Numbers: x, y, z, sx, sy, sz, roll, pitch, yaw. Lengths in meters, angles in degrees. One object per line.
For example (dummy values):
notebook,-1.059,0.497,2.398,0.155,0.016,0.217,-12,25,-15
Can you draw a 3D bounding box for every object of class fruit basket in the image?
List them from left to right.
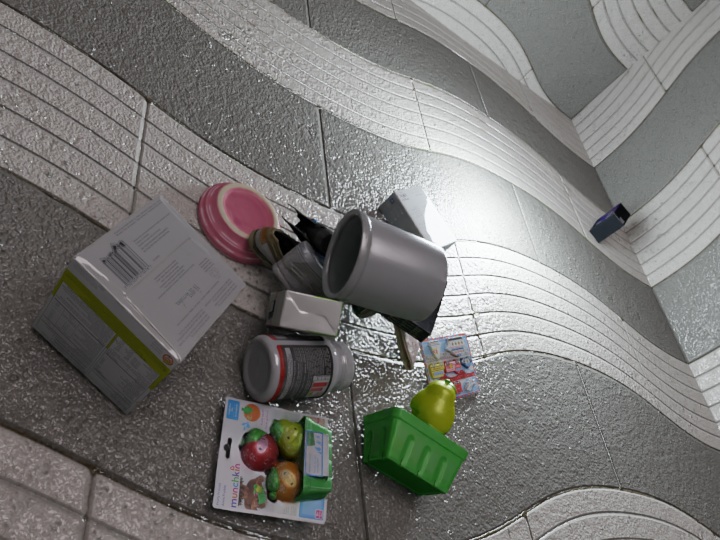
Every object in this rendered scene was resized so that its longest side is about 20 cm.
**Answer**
fruit basket,-0.140,0.312,0.982,0.196,0.094,0.189,23,44,-26
fruit basket,0.119,0.320,1.184,0.211,0.155,0.222,14,63,-30

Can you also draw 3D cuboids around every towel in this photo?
towel,0.120,0.098,1.397,0.202,0.031,0.195,-63,145,-50

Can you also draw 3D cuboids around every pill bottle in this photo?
pill bottle,-0.112,0.181,1.100,0.196,0.116,0.118,7,53,-42

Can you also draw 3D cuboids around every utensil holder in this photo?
utensil holder,0.048,-0.003,1.133,0.195,0.171,0.173,18,46,-23

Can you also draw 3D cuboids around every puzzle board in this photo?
puzzle board,0.224,0.237,1.445,0.197,0.017,0.155,-1,75,-47

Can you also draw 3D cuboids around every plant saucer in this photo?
plant saucer,-0.251,-0.112,1.262,0.197,0.051,0.205,28,43,-28

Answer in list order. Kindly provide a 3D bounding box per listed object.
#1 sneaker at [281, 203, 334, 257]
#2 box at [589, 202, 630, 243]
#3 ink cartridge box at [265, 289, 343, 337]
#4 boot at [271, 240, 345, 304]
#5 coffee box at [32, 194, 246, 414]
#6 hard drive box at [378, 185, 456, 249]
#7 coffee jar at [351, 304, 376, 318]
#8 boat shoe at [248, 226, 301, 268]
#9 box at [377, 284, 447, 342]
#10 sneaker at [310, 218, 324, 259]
sneaker,-0.079,-0.063,1.235,0.103,0.061,0.199,32,-4,34
box,1.156,-0.221,2.719,0.079,0.141,0.199,49,37,6
ink cartridge box,-0.118,0.086,1.142,0.114,0.199,0.069,13,82,-17
boot,-0.105,0.024,1.216,0.201,0.094,0.074,52,11,-45
coffee box,-0.337,0.053,0.910,0.200,0.197,0.201,45,36,-8
hard drive box,0.166,-0.132,1.682,0.154,0.077,0.203,-18,72,-51
coffee jar,0.000,0.000,1.376,0.085,0.103,0.204,12,48,-59
boat shoe,-0.147,-0.021,1.236,0.199,0.067,0.077,40,51,-43
box,0.085,0.035,1.274,0.198,0.044,0.162,34,49,-8
sneaker,-0.063,-0.030,1.335,0.204,0.088,0.078,63,4,9
